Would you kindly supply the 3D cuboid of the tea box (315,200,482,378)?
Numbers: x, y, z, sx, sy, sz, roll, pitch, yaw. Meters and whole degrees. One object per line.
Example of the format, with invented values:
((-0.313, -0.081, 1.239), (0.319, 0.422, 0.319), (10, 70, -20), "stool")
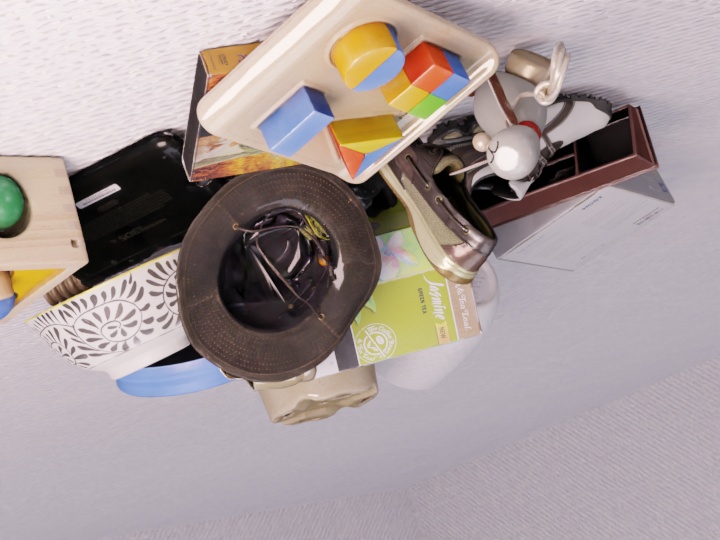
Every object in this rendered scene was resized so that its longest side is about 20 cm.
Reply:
((0.000, 0.000, 1.646), (0.196, 0.134, 0.200), (-15, -161, -4), "tea box")

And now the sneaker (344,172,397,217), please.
((-0.018, -0.099, 1.507), (0.076, 0.088, 0.200), (-23, 163, 26), "sneaker")

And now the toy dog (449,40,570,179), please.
((0.117, -0.141, 1.422), (0.096, 0.132, 0.200), (17, -178, 3), "toy dog")

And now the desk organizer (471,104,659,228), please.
((0.202, -0.112, 1.707), (0.200, 0.072, 0.077), (-20, 167, 22), "desk organizer")

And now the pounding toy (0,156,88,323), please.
((-0.341, -0.011, 1.378), (0.184, 0.142, 0.200), (-3, 161, -43), "pounding toy")

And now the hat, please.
((-0.086, -0.004, 1.467), (0.200, 0.201, 0.081), (-10, -167, -22), "hat")

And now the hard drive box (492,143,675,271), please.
((0.244, -0.075, 1.847), (0.156, 0.077, 0.200), (-35, 159, 25), "hard drive box")

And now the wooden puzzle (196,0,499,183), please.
((-0.003, -0.141, 1.317), (0.185, 0.046, 0.200), (-38, 146, 26), "wooden puzzle")

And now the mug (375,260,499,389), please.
((0.072, 0.040, 2.052), (0.200, 0.148, 0.175), (22, 143, -16), "mug")

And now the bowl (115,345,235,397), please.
((-0.181, 0.087, 1.782), (0.200, 0.039, 0.201), (-12, -165, 3), "bowl")

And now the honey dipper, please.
((-0.240, -0.017, 1.691), (0.200, 0.038, 0.038), (-23, 164, 10), "honey dipper")

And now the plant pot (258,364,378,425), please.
((-0.066, 0.078, 1.920), (0.200, 0.184, 0.200), (-15, 165, -4), "plant pot")

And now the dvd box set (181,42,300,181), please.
((-0.046, -0.142, 1.369), (0.200, 0.029, 0.146), (-10, 150, -20), "dvd box set")

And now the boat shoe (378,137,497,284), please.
((0.068, -0.081, 1.468), (0.065, 0.200, 0.073), (-42, 152, 27), "boat shoe")

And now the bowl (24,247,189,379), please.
((-0.233, 0.052, 1.660), (0.200, 0.094, 0.201), (-25, -178, 1), "bowl")

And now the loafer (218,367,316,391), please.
((-0.118, 0.061, 1.548), (0.068, 0.076, 0.200), (-20, -156, -28), "loafer")

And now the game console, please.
((-0.200, -0.076, 1.539), (0.200, 0.117, 0.176), (-24, 133, 26), "game console")

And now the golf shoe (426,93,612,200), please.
((0.166, -0.117, 1.630), (0.200, 0.095, 0.078), (-16, 164, -8), "golf shoe")
